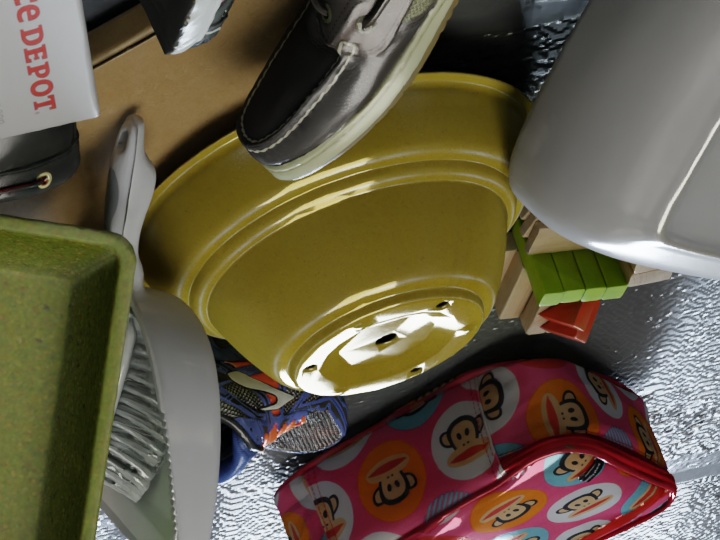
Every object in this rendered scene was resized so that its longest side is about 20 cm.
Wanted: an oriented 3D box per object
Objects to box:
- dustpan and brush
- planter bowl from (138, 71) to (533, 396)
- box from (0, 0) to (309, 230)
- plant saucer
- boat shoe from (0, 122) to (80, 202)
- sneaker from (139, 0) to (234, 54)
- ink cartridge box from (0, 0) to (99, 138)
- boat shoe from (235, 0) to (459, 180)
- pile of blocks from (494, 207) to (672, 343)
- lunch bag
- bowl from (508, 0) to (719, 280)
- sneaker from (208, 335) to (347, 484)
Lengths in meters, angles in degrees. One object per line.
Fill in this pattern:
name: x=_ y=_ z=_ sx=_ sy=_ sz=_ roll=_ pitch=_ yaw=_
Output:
dustpan and brush: x=-0.100 y=0.029 z=1.151 sx=0.057 sy=0.140 sz=0.201 roll=4 pitch=111 yaw=-33
planter bowl: x=0.000 y=0.000 z=1.197 sx=0.200 sy=0.084 sz=0.201 roll=-17 pitch=156 yaw=-8
box: x=-0.088 y=-0.055 z=1.157 sx=0.200 sy=0.021 sz=0.163 roll=-28 pitch=149 yaw=14
plant saucer: x=-0.204 y=0.064 z=1.130 sx=0.199 sy=0.201 sz=0.048 roll=9 pitch=-170 yaw=-1
boat shoe: x=-0.209 y=-0.041 z=1.050 sx=0.201 sy=0.074 sz=0.063 roll=-14 pitch=124 yaw=-7
sneaker: x=-0.033 y=-0.154 z=0.978 sx=0.086 sy=0.081 sz=0.200 roll=-15 pitch=157 yaw=-27
ink cartridge box: x=-0.200 y=-0.104 z=0.957 sx=0.199 sy=0.085 sz=0.146 roll=-14 pitch=150 yaw=-7
boat shoe: x=0.007 y=-0.124 z=1.045 sx=0.066 sy=0.072 sz=0.201 roll=27 pitch=115 yaw=-33
pile of blocks: x=0.131 y=-0.022 z=1.289 sx=0.082 sy=0.062 sz=0.200 roll=10 pitch=139 yaw=-39
lunch bag: x=0.070 y=0.128 z=1.490 sx=0.200 sy=0.082 sz=0.176 roll=-30 pitch=152 yaw=22
bowl: x=0.183 y=-0.073 z=1.167 sx=0.199 sy=0.075 sz=0.200 roll=10 pitch=122 yaw=-37
sneaker: x=-0.071 y=0.072 z=1.310 sx=0.075 sy=0.079 sz=0.200 roll=-32 pitch=154 yaw=27
